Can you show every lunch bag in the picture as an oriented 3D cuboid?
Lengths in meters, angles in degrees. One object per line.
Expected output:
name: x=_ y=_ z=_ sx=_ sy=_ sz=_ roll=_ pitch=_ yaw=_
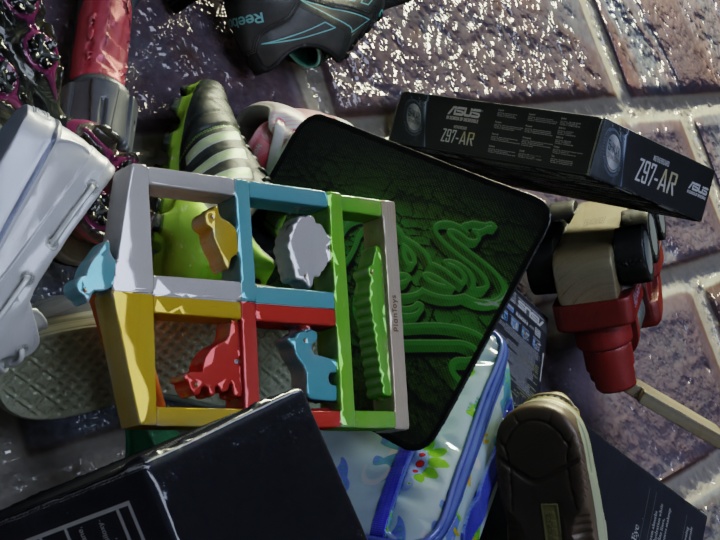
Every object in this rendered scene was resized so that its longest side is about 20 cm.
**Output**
lunch bag: x=0.005 y=0.108 z=0.858 sx=0.200 sy=0.161 sz=0.082 roll=-61 pitch=150 yaw=-47

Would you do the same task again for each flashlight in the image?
flashlight: x=-0.155 y=-0.152 z=0.884 sx=0.068 sy=0.068 sz=0.200 roll=48 pitch=34 yaw=-49

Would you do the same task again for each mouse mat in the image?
mouse mat: x=0.000 y=0.000 z=0.854 sx=0.161 sy=0.200 sz=0.008 roll=-61 pitch=145 yaw=-6

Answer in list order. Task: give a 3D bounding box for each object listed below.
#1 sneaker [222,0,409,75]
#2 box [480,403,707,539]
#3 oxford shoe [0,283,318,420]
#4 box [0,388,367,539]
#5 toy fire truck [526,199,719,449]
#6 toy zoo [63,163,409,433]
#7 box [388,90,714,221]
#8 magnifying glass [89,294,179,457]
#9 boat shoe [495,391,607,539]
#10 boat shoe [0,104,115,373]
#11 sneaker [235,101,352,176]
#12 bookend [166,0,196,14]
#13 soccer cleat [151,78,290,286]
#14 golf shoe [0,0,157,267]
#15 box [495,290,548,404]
sneaker: x=-0.029 y=-0.192 z=1.078 sx=0.200 sy=0.075 sz=0.079 roll=-18 pitch=98 yaw=-47
box: x=0.123 y=0.217 z=0.964 sx=0.182 sy=0.104 sz=0.200 roll=38 pitch=59 yaw=-33
oxford shoe: x=-0.110 y=0.040 z=0.797 sx=0.200 sy=0.058 sz=0.075 roll=-6 pitch=108 yaw=-27
box: x=-0.090 y=0.186 z=0.674 sx=0.123 sy=0.198 sz=0.200 roll=-21 pitch=88 yaw=-56
toy fire truck: x=0.228 y=0.045 z=1.200 sx=0.176 sy=0.129 sz=0.200 roll=-48 pitch=128 yaw=-66
toy zoo: x=-0.061 y=0.018 z=0.747 sx=0.200 sy=0.020 sz=0.131 roll=5 pitch=76 yaw=-38
box: x=0.147 y=-0.089 z=1.120 sx=0.160 sy=0.200 sz=0.044 roll=15 pitch=90 yaw=-45
magnifying glass: x=-0.106 y=0.096 z=0.749 sx=0.022 sy=0.080 sz=0.200 roll=-25 pitch=107 yaw=-43
boat shoe: x=0.121 y=0.170 z=0.853 sx=0.076 sy=0.072 sz=0.200 roll=-20 pitch=112 yaw=-68
boat shoe: x=-0.184 y=0.019 z=0.702 sx=0.065 sy=0.074 sz=0.200 roll=32 pitch=81 yaw=-24
sneaker: x=-0.022 y=-0.045 z=0.945 sx=0.105 sy=0.075 sz=0.200 roll=13 pitch=28 yaw=-41
bookend: x=-0.127 y=-0.320 z=0.995 sx=0.200 sy=0.092 sz=0.199 roll=48 pitch=41 yaw=-21
soccer cleat: x=-0.086 y=-0.050 z=0.882 sx=0.081 sy=0.068 sz=0.200 roll=13 pitch=35 yaw=-12
golf shoe: x=-0.197 y=-0.087 z=0.780 sx=0.073 sy=0.092 sz=0.200 roll=-44 pitch=110 yaw=-47
box: x=0.057 y=0.049 z=1.054 sx=0.200 sy=0.049 sz=0.161 roll=40 pitch=42 yaw=-31
